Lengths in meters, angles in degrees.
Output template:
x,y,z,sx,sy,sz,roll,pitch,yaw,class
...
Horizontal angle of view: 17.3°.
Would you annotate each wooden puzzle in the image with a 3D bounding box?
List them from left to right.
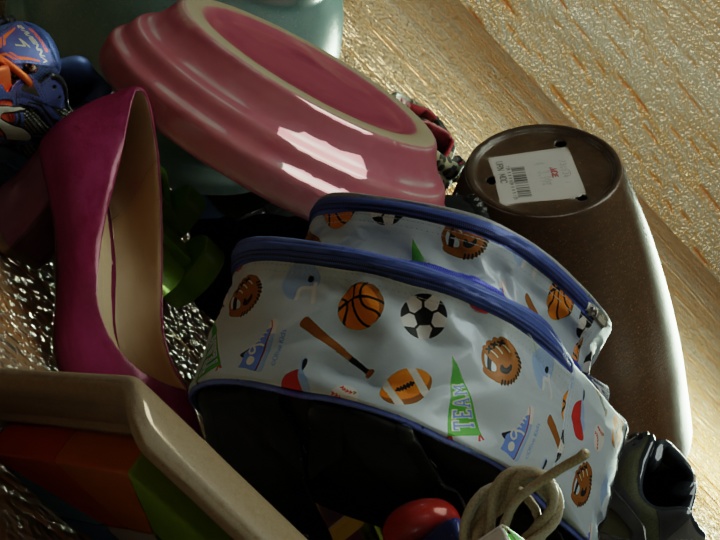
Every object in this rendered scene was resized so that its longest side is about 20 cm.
x,y,z,sx,sy,sz,roll,pitch,yaw,class
-0.069,0.106,0.926,0.185,0.037,0.200,46,-18,-23,wooden puzzle

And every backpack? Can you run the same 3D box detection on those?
x,y,z,sx,sy,sz,roll,pitch,yaw,class
0.021,0.051,1.065,0.190,0.198,0.155,36,61,-60,backpack

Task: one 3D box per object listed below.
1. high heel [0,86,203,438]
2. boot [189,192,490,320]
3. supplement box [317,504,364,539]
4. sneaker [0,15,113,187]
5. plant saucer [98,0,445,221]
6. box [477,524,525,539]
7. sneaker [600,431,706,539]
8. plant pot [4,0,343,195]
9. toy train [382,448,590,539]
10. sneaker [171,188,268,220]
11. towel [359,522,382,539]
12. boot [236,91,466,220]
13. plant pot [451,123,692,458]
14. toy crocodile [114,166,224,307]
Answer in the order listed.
x,y,z,sx,sy,sz,roll,pitch,yaw,class
-0.100,0.008,1.094,0.201,0.096,0.067,56,13,23,high heel
0.000,0.001,1.275,0.198,0.161,0.074,-146,-127,-73,boot
0.055,0.141,1.296,0.200,0.085,0.111,43,14,-34,supplement box
-0.185,-0.092,1.125,0.076,0.078,0.200,53,12,16,sneaker
-0.037,-0.082,1.216,0.199,0.051,0.201,28,14,-7,plant saucer
0.046,0.205,0.849,0.200,0.176,0.097,39,20,-46,box
0.140,0.116,1.281,0.074,0.081,0.200,45,15,-28,sneaker
-0.090,-0.164,1.370,0.199,0.134,0.201,21,42,-20,plant pot
0.065,0.143,0.998,0.115,0.200,0.085,16,44,-41,toy train
-0.104,-0.112,1.484,0.201,0.078,0.070,57,13,24,sneaker
0.074,0.186,1.132,0.086,0.018,0.200,17,23,-36,towel
0.010,-0.022,1.454,0.074,0.154,0.203,56,13,27,boot
0.110,0.021,1.428,0.187,0.185,0.201,-115,-164,-50,plant pot
-0.119,-0.025,1.236,0.068,0.062,0.200,45,9,-23,toy crocodile
